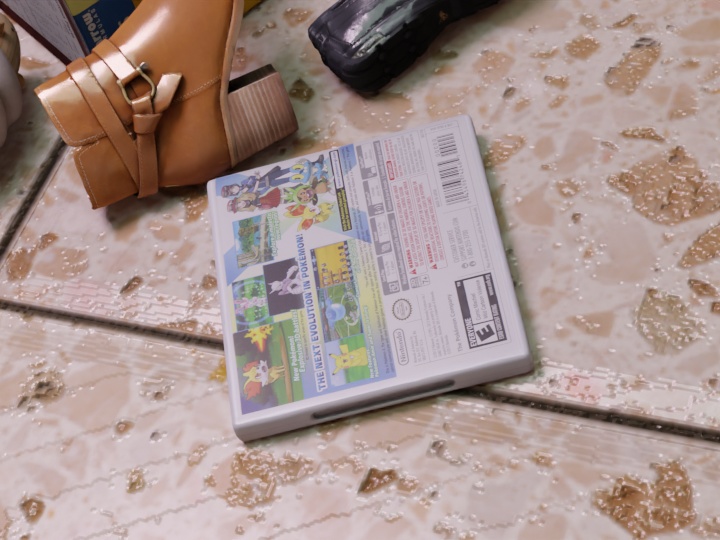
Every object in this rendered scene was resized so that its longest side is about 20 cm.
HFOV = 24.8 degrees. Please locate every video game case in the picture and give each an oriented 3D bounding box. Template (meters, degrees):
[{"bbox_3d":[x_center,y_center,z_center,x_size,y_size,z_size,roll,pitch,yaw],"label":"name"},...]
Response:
[{"bbox_3d":[0.000,0.000,1.021,0.181,0.022,0.201,-14,51,5],"label":"video game case"}]

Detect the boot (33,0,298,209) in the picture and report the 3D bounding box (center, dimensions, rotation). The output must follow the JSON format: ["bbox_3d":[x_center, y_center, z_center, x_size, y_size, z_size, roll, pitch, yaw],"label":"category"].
[{"bbox_3d":[-0.145,-0.150,1.087,0.154,0.201,0.077,-22,16,-6],"label":"boot"}]

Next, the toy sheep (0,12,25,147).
[{"bbox_3d":[-0.311,-0.113,1.128,0.137,0.138,0.200,25,59,30],"label":"toy sheep"}]

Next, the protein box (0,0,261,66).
[{"bbox_3d":[-0.178,-0.266,1.205,0.198,0.135,0.200,-38,52,-15],"label":"protein box"}]

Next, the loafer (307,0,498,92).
[{"bbox_3d":[0.052,-0.205,1.135,0.200,0.068,0.070,-38,61,-10],"label":"loafer"}]
